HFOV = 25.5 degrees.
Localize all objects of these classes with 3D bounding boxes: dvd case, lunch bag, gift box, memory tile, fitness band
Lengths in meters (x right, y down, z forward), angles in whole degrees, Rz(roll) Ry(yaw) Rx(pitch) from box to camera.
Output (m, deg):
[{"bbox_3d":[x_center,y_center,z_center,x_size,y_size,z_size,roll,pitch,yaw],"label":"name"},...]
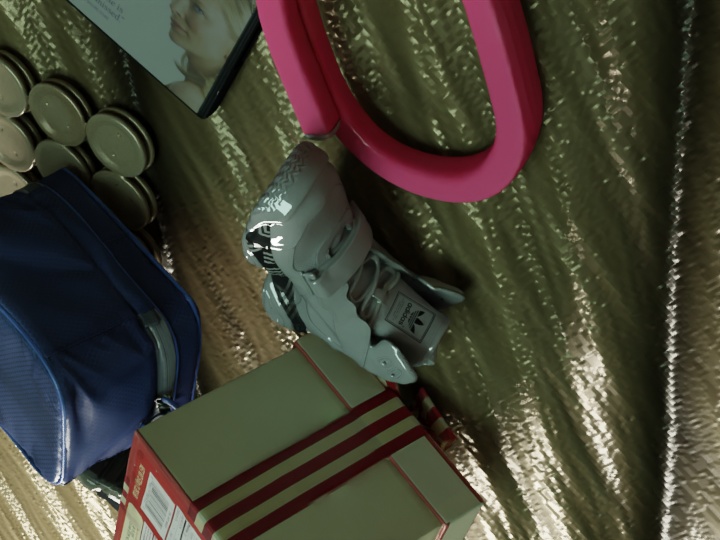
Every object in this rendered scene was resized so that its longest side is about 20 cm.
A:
[{"bbox_3d":[-0.108,-0.190,0.913,0.143,0.018,0.200,42,142,2],"label":"dvd case"},{"bbox_3d":[-0.192,0.036,1.073,0.200,0.132,0.136,44,145,22],"label":"lunch bag"},{"bbox_3d":[-0.044,0.147,1.047,0.200,0.187,0.185,53,147,19],"label":"gift box"},{"bbox_3d":[-0.204,-0.055,1.125,0.153,0.017,0.200,26,138,20],"label":"memory tile"},{"bbox_3d":[0.020,-0.118,0.840,0.144,0.037,0.200,6,135,31],"label":"fitness band"}]

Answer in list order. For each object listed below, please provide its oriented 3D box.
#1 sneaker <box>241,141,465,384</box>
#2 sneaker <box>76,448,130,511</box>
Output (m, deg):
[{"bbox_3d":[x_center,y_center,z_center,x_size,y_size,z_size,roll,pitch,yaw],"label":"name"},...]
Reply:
[{"bbox_3d":[0.000,0.000,0.931,0.115,0.075,0.200,28,161,12],"label":"sneaker"},{"bbox_3d":[-0.175,0.191,1.281,0.199,0.076,0.114,32,135,5],"label":"sneaker"}]
